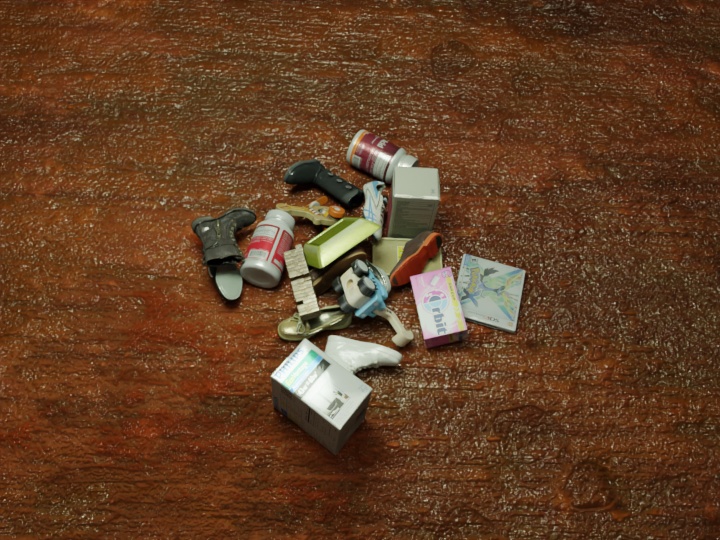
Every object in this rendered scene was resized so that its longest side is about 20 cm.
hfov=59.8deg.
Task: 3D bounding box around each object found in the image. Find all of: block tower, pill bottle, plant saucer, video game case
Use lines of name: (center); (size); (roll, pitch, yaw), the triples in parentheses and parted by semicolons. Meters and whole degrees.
block tower: (-0.152, 0.034, 1.631); (0.057, 0.054, 0.201); (-15, 62, -2)
pill bottle: (0.068, -0.335, 1.898); (0.199, 0.114, 0.114); (28, 61, 13)
plant saucer: (-0.065, -0.086, 1.686); (0.199, 0.200, 0.048); (-35, 106, -14)
pill bottle: (-0.247, -0.063, 1.714); (0.111, 0.113, 0.201); (14, 59, 4)
video game case: (0.353, 0.061, 1.734); (0.181, 0.022, 0.201); (16, 59, 5)

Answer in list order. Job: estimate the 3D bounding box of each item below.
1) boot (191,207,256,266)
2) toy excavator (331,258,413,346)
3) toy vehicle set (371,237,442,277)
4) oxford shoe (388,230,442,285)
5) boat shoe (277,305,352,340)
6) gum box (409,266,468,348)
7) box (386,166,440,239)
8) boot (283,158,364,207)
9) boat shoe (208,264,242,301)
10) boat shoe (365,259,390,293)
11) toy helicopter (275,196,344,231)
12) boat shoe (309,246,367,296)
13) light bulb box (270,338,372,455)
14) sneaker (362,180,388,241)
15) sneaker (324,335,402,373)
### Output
boot: (-0.347, -0.080, 1.677); (0.199, 0.070, 0.174); (-16, 49, -25)
toy excavator: (0.044, 0.090, 1.629); (0.199, 0.100, 0.195); (26, 31, -39)
toy vehicle set: (0.131, -0.031, 1.771); (0.198, 0.027, 0.125); (3, 59, -2)
oxford shoe: (0.141, -0.035, 1.731); (0.200, 0.071, 0.072); (-42, 42, -21)
boat shoe: (-0.118, 0.130, 1.635); (0.199, 0.063, 0.074); (-9, 60, -9)
gum box: (0.206, 0.093, 1.664); (0.113, 0.066, 0.201); (-14, 60, 5)
box: (0.145, -0.185, 1.763); (0.127, 0.200, 0.110); (3, 58, -2)
boot: (-0.104, -0.246, 1.840); (0.200, 0.066, 0.165); (39, 41, 15)
boat shoe: (-0.371, 0.005, 1.698); (0.075, 0.060, 0.201); (4, 53, -31)
boat shoe: (0.000, 0.000, 1.709); (0.200, 0.071, 0.063); (44, 24, 27)
toy helicopter: (-0.147, -0.171, 1.799); (0.199, 0.079, 0.133); (6, 31, -19)
boat shoe: (-0.075, -0.011, 1.675); (0.199, 0.070, 0.071); (-33, 55, 16)
light bulb box: (-0.094, 0.297, 1.458); (0.199, 0.199, 0.125); (35, 61, 15)
sneaker: (0.046, -0.176, 1.794); (0.072, 0.072, 0.201); (-13, 57, 16)
sneaker: (-0.001, 0.241, 1.577); (0.198, 0.074, 0.116); (9, 60, 13)
